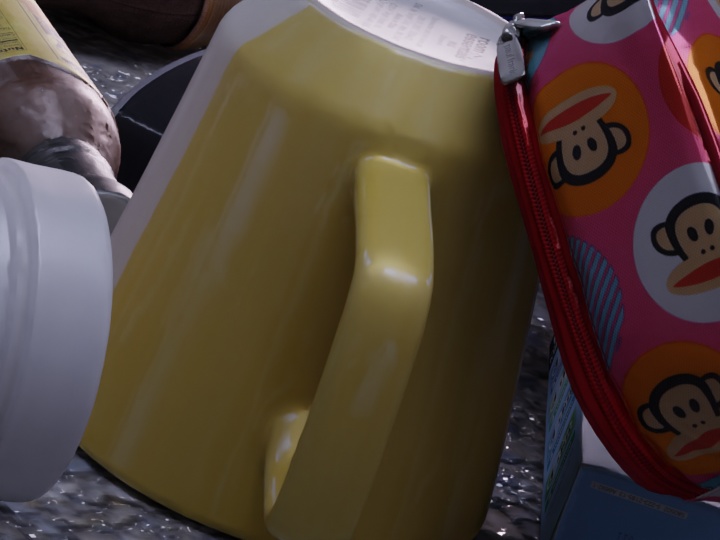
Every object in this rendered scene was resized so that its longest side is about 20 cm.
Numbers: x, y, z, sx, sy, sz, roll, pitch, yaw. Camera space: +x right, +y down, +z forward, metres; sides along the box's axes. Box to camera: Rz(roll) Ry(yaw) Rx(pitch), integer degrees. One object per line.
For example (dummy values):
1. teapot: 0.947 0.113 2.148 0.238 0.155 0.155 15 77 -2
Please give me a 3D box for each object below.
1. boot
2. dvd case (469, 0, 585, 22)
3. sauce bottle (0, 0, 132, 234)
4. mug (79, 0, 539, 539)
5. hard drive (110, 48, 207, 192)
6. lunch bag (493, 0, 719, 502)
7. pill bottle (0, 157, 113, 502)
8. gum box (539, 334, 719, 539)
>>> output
1. boot: -0.141 -0.167 1.286 0.166 0.072 0.200 4 29 -42
2. dvd case: 0.119 -0.073 1.004 0.200 0.025 0.150 2 -11 -3
3. sauce bottle: -0.124 -0.051 1.025 0.065 0.065 0.200 8 25 -28
4. mug: 0.004 -0.002 0.883 0.149 0.153 0.187 3 26 -39
5. hard drive: -0.022 -0.045 1.127 0.135 0.042 0.200 25 21 14
6. lunch bag: 0.124 -0.018 0.864 0.200 0.082 0.176 12 57 -54
7. pill bottle: -0.175 0.004 0.756 0.200 0.116 0.116 9 23 -25
8. gum box: 0.149 0.071 0.983 0.170 0.045 0.200 19 19 -1
